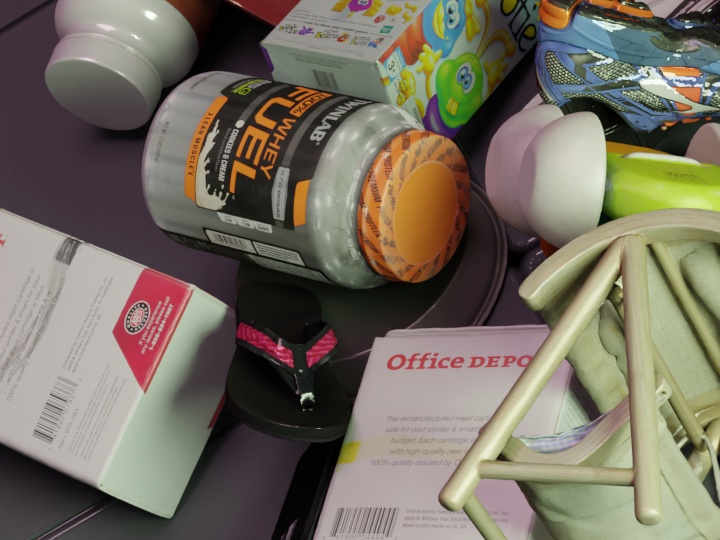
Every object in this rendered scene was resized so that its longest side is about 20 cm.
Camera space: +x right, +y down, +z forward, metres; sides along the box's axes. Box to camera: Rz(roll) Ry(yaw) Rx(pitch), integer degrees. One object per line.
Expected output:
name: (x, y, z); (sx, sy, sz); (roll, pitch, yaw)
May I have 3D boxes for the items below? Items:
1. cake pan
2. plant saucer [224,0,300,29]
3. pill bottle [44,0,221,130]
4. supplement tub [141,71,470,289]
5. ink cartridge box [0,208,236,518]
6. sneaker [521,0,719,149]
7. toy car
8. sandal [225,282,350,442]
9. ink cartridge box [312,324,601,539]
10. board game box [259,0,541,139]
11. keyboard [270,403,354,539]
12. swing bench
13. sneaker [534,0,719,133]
cake pan: (0.000, 0.000, 1.792); (0.200, 0.037, 0.201); (-16, 48, 18)
plant saucer: (-0.076, -0.273, 1.983); (0.037, 0.199, 0.200); (-39, 26, 58)
pill bottle: (-0.161, -0.209, 2.003); (0.112, 0.112, 0.200); (2, 56, 31)
supplement tub: (-0.035, -0.058, 1.746); (0.200, 0.123, 0.123); (13, 62, 36)
ink cartridge box: (-0.188, 0.060, 1.794); (0.200, 0.083, 0.146); (20, 83, 39)
sneaker: (0.175, -0.142, 1.800); (0.200, 0.076, 0.115); (-33, 32, -1)
toy car: (0.170, -0.019, 1.630); (0.200, 0.174, 0.151); (-150, 67, -77)
sandal: (-0.048, 0.046, 1.674); (0.075, 0.045, 0.200); (6, 27, -10)
ink cartridge box: (0.062, 0.139, 1.610); (0.145, 0.083, 0.200); (-2, 54, 30)
board game box: (0.041, -0.170, 1.835); (0.105, 0.103, 0.200); (14, 50, 37)
keyboard: (-0.037, 0.183, 1.640); (0.104, 0.040, 0.200); (-51, 14, 49)
swing bench: (0.162, 0.100, 1.504); (0.129, 0.199, 0.200); (1, 55, 30)
sneaker: (0.200, -0.123, 1.714); (0.199, 0.079, 0.075); (16, 27, -8)
